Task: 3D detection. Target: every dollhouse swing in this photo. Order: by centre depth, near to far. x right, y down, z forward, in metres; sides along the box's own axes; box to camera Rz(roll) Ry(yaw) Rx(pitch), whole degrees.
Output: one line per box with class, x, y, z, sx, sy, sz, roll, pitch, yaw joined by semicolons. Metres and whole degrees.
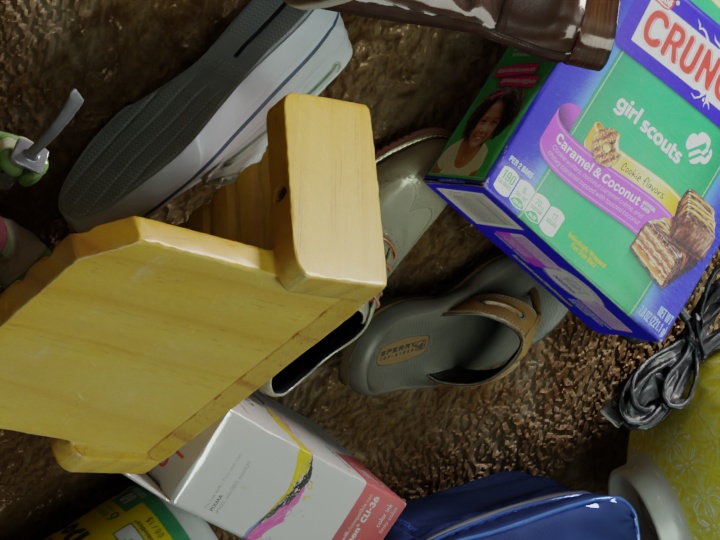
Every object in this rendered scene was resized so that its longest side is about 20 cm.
dollhouse swing;-0.119;-0.009;1.366;0.175;0.182;0.200;27;130;-33

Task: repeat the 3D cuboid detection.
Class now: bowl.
bowl;0.230;0.151;1.739;0.107;0.200;0.201;-21;125;-15

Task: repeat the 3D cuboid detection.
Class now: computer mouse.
computer mouse;0.162;-0.009;1.673;0.138;0.053;0.200;-43;112;-20

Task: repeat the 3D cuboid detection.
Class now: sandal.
sandal;0.072;0.038;1.645;0.200;0.055;0.082;-14;124;-43

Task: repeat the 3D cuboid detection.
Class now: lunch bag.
lunch bag;0.097;0.215;1.696;0.199;0.132;0.137;-15;103;-28

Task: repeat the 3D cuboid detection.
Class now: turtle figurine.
turtle figurine;-0.218;-0.002;1.360;0.194;0.199;0.145;52;47;-63

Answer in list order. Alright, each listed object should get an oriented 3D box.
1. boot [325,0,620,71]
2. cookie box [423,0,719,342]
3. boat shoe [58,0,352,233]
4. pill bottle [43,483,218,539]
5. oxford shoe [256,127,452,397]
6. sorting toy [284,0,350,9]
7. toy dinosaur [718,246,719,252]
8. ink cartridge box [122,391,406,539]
boot;0.052;-0.210;1.501;0.199;0.187;0.064;12;144;-10
cookie box;0.160;-0.087;1.590;0.171;0.075;0.200;39;75;-29
boat shoe;-0.079;-0.079;1.478;0.200;0.074;0.067;-42;131;-8
pill bottle;-0.175;0.217;1.545;0.200;0.113;0.113;-31;128;-17
oxford shoe;0.000;0.000;1.573;0.200;0.074;0.071;-48;130;-4
sorting toy;-0.071;-0.227;1.324;0.107;0.180;0.201;-40;107;-39
toy dinosaur;0.224;-0.062;1.718;0.199;0.060;0.107;8;84;-41
ink cartridge box;-0.081;0.104;1.545;0.200;0.116;0.068;31;94;-42
